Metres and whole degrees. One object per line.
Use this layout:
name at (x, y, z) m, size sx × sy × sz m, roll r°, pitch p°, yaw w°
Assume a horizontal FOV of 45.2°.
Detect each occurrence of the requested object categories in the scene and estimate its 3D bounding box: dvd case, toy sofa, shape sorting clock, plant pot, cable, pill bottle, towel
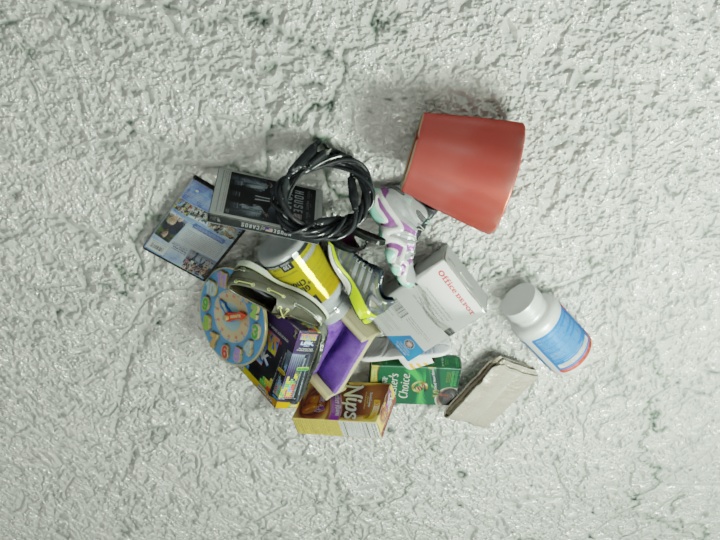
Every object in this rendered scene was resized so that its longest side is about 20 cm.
dvd case at (-0.168, -0.118, 1.564) m, size 0.199 × 0.151 × 0.025 m, roll 11°, pitch 128°, yaw -9°
toy sofa at (-0.050, 0.177, 1.805) m, size 0.083 × 0.097 × 0.200 m, roll 46°, pitch 128°, yaw 22°
shape sorting clock at (-0.257, 0.092, 1.720) m, size 0.039 × 0.200 × 0.200 m, roll -7°, pitch 143°, yaw -50°
dvd case at (-0.312, -0.078, 1.677) m, size 0.142 × 0.018 × 0.200 m, roll 30°, pitch 120°, yaw -22°
plant pot at (0.172, -0.183, 1.508) m, size 0.177 × 0.201 × 0.201 m, roll 16°, pitch 126°, yaw 0°
cable at (-0.067, -0.127, 1.533) m, size 0.163 × 0.200 × 0.051 m, roll 40°, pitch 152°, yaw -7°
pill bottle at (-0.103, 0.012, 1.689) m, size 0.112 × 0.112 × 0.200 m, roll -25°, pitch 123°, yaw 18°
pill bottle at (0.380, 0.117, 1.775) m, size 0.112 × 0.112 × 0.200 m, roll -34°, pitch 121°, yaw 23°
towel at (0.291, 0.273, 1.915) m, size 0.132 × 0.035 × 0.200 m, roll 20°, pitch 120°, yaw -32°

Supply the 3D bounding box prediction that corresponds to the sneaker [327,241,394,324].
sneaker at (0.000, 0.000, 1.679) m, size 0.081 × 0.074 × 0.201 m, roll -25°, pitch 98°, yaw 12°

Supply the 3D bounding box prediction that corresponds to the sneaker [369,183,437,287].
sneaker at (0.105, -0.074, 1.625) m, size 0.139 × 0.078 × 0.201 m, roll -20°, pitch 106°, yaw 7°

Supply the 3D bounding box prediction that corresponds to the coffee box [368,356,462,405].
coffee box at (0.116, 0.242, 1.909) m, size 0.199 × 0.044 × 0.123 m, roll 4°, pitch 129°, yaw -3°

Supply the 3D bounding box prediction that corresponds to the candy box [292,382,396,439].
candy box at (-0.034, 0.299, 1.872) m, size 0.199 × 0.117 × 0.057 m, roll 0°, pitch 127°, yaw 21°

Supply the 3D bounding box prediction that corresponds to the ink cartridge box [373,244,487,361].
ink cartridge box at (0.134, 0.065, 1.730) m, size 0.200 × 0.084 × 0.145 m, roll -34°, pitch 105°, yaw 23°

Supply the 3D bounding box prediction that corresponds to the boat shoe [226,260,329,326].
boat shoe at (-0.156, 0.056, 1.629) m, size 0.201 × 0.060 × 0.072 m, roll 30°, pitch 145°, yaw -2°

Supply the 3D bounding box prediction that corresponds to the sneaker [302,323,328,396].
sneaker at (-0.123, 0.179, 1.745) m, size 0.079 × 0.076 × 0.200 m, roll 22°, pitch 125°, yaw -4°

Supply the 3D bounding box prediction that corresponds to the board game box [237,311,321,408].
board game box at (-0.169, 0.152, 1.711) m, size 0.057 × 0.200 × 0.166 m, roll 5°, pitch 109°, yaw -37°

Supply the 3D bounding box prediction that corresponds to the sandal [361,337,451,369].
sandal at (0.095, 0.175, 1.844) m, size 0.206 × 0.079 × 0.059 m, roll -7°, pitch 129°, yaw 15°

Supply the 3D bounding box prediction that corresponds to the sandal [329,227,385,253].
sandal at (-0.037, -0.064, 1.607) m, size 0.075 × 0.200 × 0.048 m, roll 6°, pitch 100°, yaw -55°
